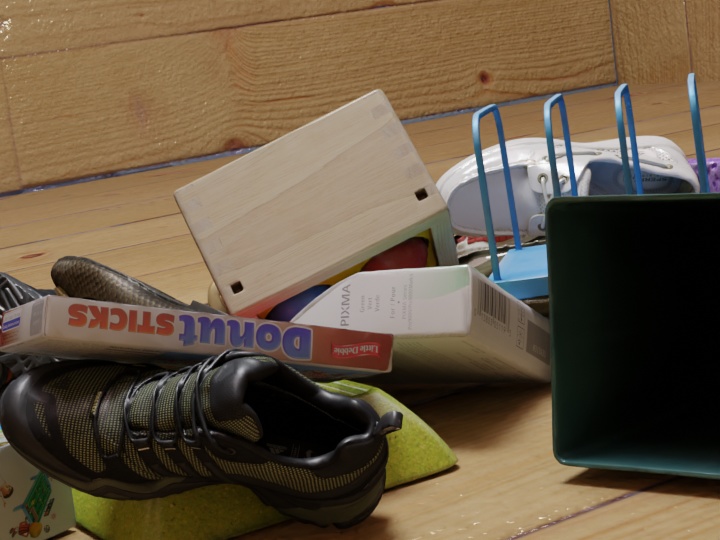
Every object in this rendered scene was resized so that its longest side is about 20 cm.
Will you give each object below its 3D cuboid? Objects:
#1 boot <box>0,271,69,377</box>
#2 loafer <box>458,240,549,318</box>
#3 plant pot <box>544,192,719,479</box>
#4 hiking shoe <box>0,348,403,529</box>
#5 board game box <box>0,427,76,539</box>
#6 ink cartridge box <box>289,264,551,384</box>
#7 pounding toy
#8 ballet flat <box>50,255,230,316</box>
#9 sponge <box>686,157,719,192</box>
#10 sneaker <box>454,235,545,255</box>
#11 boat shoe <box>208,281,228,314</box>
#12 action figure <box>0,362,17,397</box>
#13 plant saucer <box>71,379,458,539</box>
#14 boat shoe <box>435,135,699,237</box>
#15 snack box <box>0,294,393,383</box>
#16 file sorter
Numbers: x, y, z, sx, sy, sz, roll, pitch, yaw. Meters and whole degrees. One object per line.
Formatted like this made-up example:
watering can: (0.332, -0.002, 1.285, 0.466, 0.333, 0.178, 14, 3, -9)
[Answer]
boot: (-0.170, 0.065, 1.113, 0.165, 0.066, 0.200, 43, 8, 21)
loafer: (0.155, -0.003, 1.200, 0.199, 0.070, 0.075, -5, 45, 12)
plant pot: (0.216, 0.025, 0.864, 0.141, 0.142, 0.199, 0, 4, 39)
hiking shoe: (-0.079, 0.067, 0.777, 0.199, 0.076, 0.101, 9, -36, -5)
board game box: (-0.273, 0.131, 0.824, 0.147, 0.065, 0.200, 0, 11, 37)
ink cartridge box: (0.008, 0.040, 1.018, 0.199, 0.050, 0.161, -1, -14, 25)
pounding toy: (0.000, 0.000, 1.097, 0.183, 0.143, 0.200, -27, -22, -3)
ballet flat: (-0.132, 0.034, 0.968, 0.199, 0.047, 0.067, 18, -13, 42)
sponge: (0.241, -0.032, 1.249, 0.030, 0.112, 0.199, -13, 10, -39)
sneaker: (0.120, -0.004, 1.325, 0.078, 0.082, 0.200, -32, 5, -28)
boat shoe: (-0.032, 0.026, 1.233, 0.199, 0.071, 0.069, -6, -17, -28)
action figure: (-0.282, 0.068, 1.034, 0.199, 0.105, 0.193, 9, -8, 44)
plant saucer: (-0.078, 0.098, 0.915, 0.199, 0.048, 0.199, -13, 11, -30)
boat shoe: (0.153, -0.059, 1.162, 0.199, 0.071, 0.069, -10, 22, -5)
snack box: (-0.085, 0.039, 0.837, 0.199, 0.024, 0.072, 8, -13, -30)
file sorter: (0.182, -0.061, 1.047, 0.199, 0.124, 0.139, -7, 9, 13)
